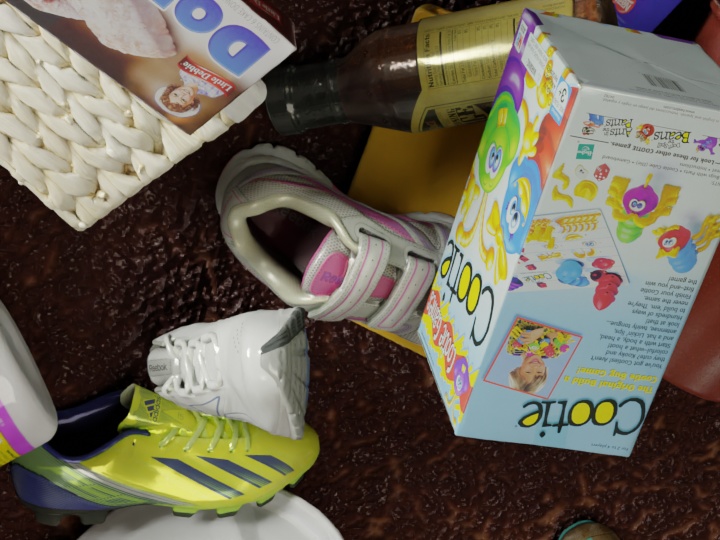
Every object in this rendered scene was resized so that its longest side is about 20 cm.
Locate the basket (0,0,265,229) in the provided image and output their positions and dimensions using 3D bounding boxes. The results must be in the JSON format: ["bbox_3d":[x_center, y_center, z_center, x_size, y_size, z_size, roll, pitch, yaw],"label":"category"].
[{"bbox_3d":[-0.163,-0.137,0.759,0.123,0.136,0.200,-38,125,7],"label":"basket"}]

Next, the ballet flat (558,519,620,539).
[{"bbox_3d":[0.208,0.275,1.184,0.068,0.072,0.200,-29,125,-4],"label":"ballet flat"}]

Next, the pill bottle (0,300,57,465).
[{"bbox_3d":[-0.281,0.092,0.864,0.200,0.104,0.104,-26,124,-6],"label":"pill bottle"}]

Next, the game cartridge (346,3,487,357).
[{"bbox_3d":[0.080,-0.035,0.925,0.176,0.032,0.200,26,112,11],"label":"game cartridge"}]

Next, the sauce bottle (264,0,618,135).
[{"bbox_3d":[0.045,-0.112,0.865,0.200,0.066,0.066,-8,126,20],"label":"sauce bottle"}]

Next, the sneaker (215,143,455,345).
[{"bbox_3d":[0.000,0.000,0.891,0.200,0.088,0.081,22,111,1],"label":"sneaker"}]

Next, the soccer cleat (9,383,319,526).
[{"bbox_3d":[-0.118,0.109,0.964,0.200,0.065,0.084,-4,117,-20],"label":"soccer cleat"}]

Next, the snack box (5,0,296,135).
[{"bbox_3d":[-0.121,-0.137,0.655,0.072,0.024,0.200,-36,128,24],"label":"snack box"}]

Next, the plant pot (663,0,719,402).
[{"bbox_3d":[0.237,-0.037,0.961,0.201,0.201,0.195,24,115,-31],"label":"plant pot"}]

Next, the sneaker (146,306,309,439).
[{"bbox_3d":[-0.078,0.061,0.887,0.087,0.200,0.075,3,81,-12],"label":"sneaker"}]

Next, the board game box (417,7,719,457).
[{"bbox_3d":[0.113,-0.018,0.800,0.105,0.103,0.200,9,118,-16],"label":"board game box"}]

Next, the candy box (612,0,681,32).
[{"bbox_3d":[0.147,-0.241,0.868,0.200,0.077,0.169,-45,125,8],"label":"candy box"}]

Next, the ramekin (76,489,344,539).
[{"bbox_3d":[-0.095,0.236,0.972,0.202,0.202,0.094,-20,134,-11],"label":"ramekin"}]
